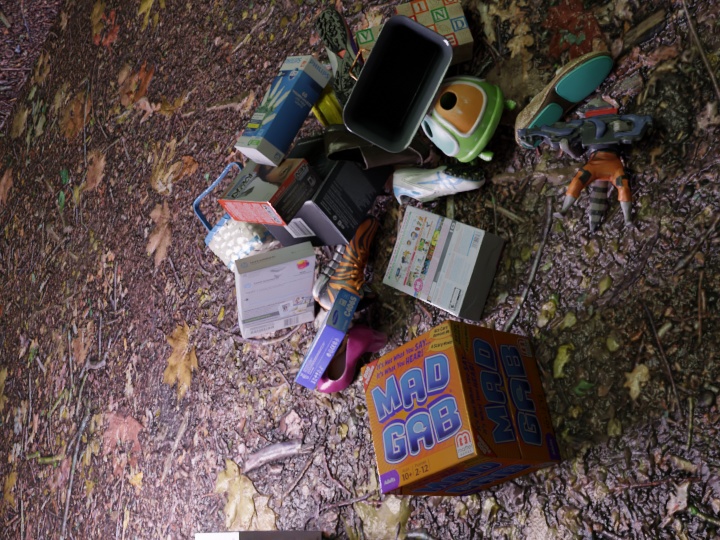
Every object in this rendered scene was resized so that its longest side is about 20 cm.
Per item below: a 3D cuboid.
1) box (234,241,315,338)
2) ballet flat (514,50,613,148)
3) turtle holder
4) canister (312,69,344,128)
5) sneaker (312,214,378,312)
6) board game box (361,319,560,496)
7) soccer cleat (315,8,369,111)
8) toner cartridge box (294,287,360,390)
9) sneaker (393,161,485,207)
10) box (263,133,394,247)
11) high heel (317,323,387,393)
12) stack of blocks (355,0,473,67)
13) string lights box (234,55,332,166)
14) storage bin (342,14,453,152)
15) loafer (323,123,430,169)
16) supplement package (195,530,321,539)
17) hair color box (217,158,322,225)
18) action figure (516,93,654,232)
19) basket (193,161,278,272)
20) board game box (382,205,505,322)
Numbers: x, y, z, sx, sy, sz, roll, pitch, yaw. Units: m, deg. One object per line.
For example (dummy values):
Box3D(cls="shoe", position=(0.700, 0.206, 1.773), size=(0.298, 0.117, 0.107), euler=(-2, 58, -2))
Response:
Box3D(cls="box", position=(-0.165, 0.041, 1.724), size=(0.202, 0.153, 0.042), euler=(95, 155, -50))
Box3D(cls="ballet flat", position=(0.314, -0.283, 1.402), size=(0.200, 0.070, 0.066), euler=(-44, 36, 27))
Box3D(cls="turtle holder", position=(0.168, -0.270, 1.497), size=(0.186, 0.130, 0.142), euler=(-93, 29, -61))
Box3D(cls="canister", position=(0.000, -0.356, 1.683), size=(0.199, 0.087, 0.149), euler=(-35, 32, -2))
Box3D(cls="sneaker", position=(0.000, 0.000, 1.685), size=(0.112, 0.077, 0.202), euler=(36, 102, 31))
Box3D(cls="board game box", position=(0.149, 0.219, 1.350), size=(0.199, 0.198, 0.203), euler=(-33, 57, 39))
Box3D(cls="soccer cleat", position=(-0.023, -0.371, 1.593), size=(0.067, 0.073, 0.203), euler=(-20, 88, 18))
Box3D(cls="toner cartridge box", position=(-0.063, 0.131, 1.654), size=(0.201, 0.043, 0.096), euler=(119, 175, -46))
Box3D(cls="sneaker", position=(0.141, -0.151, 1.569), size=(0.198, 0.071, 0.074), euler=(3, 112, 44))
Box3D(cls="box", position=(-0.074, -0.157, 1.705), size=(0.198, 0.124, 0.198), euler=(-3, 49, 48))
Box3D(cls="high heel", position=(-0.041, 0.169, 1.658), size=(0.199, 0.095, 0.068), euler=(-38, 54, 35))
Box3D(cls="stack of blocks", position=(0.093, -0.417, 1.592), size=(0.196, 0.059, 0.117), euler=(-17, 70, -2))
Box3D(cls="string lights box", position=(-0.142, -0.295, 1.626), size=(0.102, 0.059, 0.202), euler=(17, 76, 57))
Box3D(cls="storage bin", position=(0.055, -0.319, 1.477), size=(0.202, 0.144, 0.135), euler=(-63, 4, 16))
Box3D(cls="loafer", position=(0.026, -0.209, 1.583), size=(0.196, 0.073, 0.072), euler=(7, 62, 9))
Box3D(cls="supplement package", position=(-0.191, 0.584, 1.639), size=(0.146, 0.198, 0.195), euler=(-17, 67, 44))
Box3D(cls="hair color box", position=(-0.170, -0.147, 1.623), size=(0.198, 0.064, 0.111), euler=(9, 56, 52))
Box3D(cls="action figure", position=(0.335, -0.167, 1.321), size=(0.197, 0.104, 0.197), euler=(6, 78, 24))
Box3D(cls="basket", position=(-0.275, -0.113, 1.950), size=(0.176, 0.139, 0.202), euler=(-37, 84, 35))
Box3D(cls="board game box", position=(0.141, -0.015, 1.526), size=(0.199, 0.064, 0.150), euler=(24, 97, 47))
